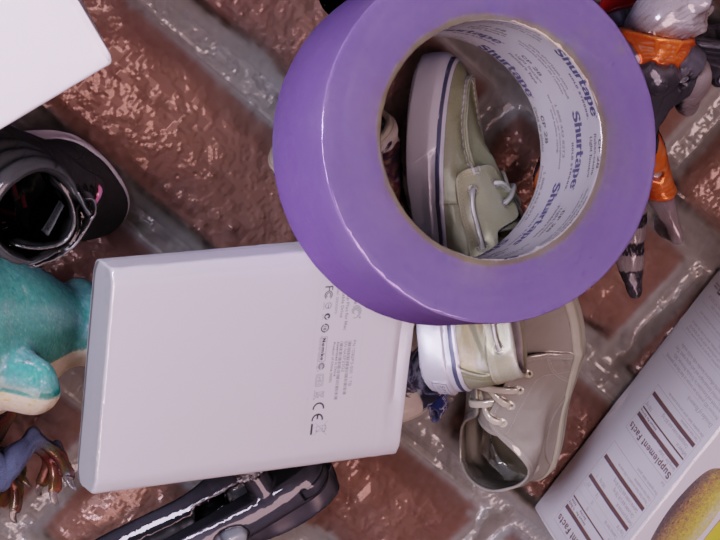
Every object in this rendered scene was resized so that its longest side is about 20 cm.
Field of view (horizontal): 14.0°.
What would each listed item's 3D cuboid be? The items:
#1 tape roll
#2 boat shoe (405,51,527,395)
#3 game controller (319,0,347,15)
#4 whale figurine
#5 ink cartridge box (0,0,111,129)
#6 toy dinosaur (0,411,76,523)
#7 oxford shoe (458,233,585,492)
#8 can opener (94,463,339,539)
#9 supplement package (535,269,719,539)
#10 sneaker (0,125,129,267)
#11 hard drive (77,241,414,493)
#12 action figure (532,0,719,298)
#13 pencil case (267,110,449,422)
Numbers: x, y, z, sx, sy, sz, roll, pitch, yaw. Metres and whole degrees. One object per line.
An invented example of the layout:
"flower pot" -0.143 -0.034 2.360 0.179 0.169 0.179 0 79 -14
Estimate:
"tape roll" 0.057 -0.070 1.628 0.199 0.085 0.201 1 88 -22
"boat shoe" 0.065 -0.028 1.716 0.062 0.072 0.201 -4 87 14
"game controller" 0.069 -0.197 1.667 0.199 0.042 0.104 -15 156 -5
"whale figurine" -0.211 0.020 1.636 0.199 0.159 0.104 -4 118 -38
"ink cartridge box" -0.240 -0.162 1.517 0.146 0.200 0.146 -31 119 -1
"toy dinosaur" -0.266 0.116 1.698 0.181 0.105 0.201 10 79 -40
"oxford shoe" 0.093 0.061 1.787 0.058 0.075 0.201 -34 142 -34
"can opener" -0.106 0.163 1.799 0.199 0.063 0.079 -28 121 -3
"supplement package" 0.224 0.124 1.857 0.113 0.110 0.200 30 104 -27
"sneaker" -0.174 -0.034 1.624 0.071 0.099 0.200 -53 148 7
"hard drive" -0.061 0.051 1.654 0.199 0.026 0.133 -5 112 -31
"action figure" 0.184 -0.091 1.745 0.199 0.105 0.194 -1 126 -13
"pencil case" 0.000 0.000 1.736 0.077 0.090 0.201 -11 119 3
